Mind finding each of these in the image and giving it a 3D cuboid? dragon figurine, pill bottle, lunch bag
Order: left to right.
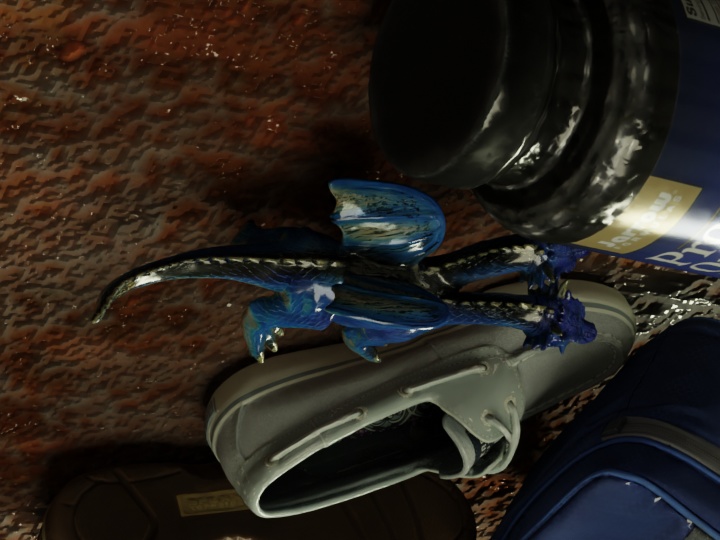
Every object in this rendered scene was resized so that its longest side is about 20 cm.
[{"bbox_3d":[0.000,0.000,0.859,0.200,0.059,0.099,11,161,-34],"label":"dragon figurine"},{"bbox_3d":[0.108,-0.059,0.836,0.200,0.112,0.112,10,130,-33],"label":"pill bottle"},{"bbox_3d":[0.129,0.138,0.996,0.132,0.136,0.200,-49,175,-46],"label":"lunch bag"}]

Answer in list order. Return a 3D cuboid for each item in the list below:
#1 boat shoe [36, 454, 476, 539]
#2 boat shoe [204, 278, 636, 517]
[{"bbox_3d":[-0.050,0.123,1.003,0.202,0.075,0.075,4,147,-20],"label":"boat shoe"},{"bbox_3d":[0.035,0.063,0.965,0.200,0.072,0.070,-15,138,-12],"label":"boat shoe"}]
